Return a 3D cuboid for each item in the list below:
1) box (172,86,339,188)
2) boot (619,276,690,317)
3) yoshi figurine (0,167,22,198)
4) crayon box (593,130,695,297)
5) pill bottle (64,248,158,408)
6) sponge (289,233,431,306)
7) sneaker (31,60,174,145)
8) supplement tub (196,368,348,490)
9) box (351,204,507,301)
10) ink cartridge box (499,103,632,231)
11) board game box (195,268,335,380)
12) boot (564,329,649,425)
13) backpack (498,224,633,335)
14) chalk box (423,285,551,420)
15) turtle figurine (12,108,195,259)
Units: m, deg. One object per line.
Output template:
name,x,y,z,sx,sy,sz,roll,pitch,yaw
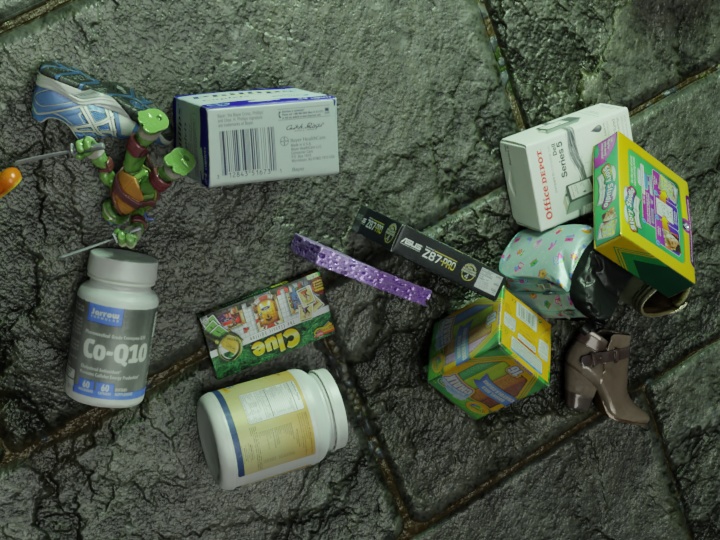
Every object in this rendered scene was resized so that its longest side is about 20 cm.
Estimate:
box,-0.146,-0.185,1.526,0.181,0.200,0.107,-8,104,-21
boot,0.507,0.010,1.882,0.198,0.154,0.073,-25,111,-16
yoshi figurine,-0.518,-0.168,1.421,0.112,0.112,0.201,-43,109,-8
crayon box,0.434,-0.086,1.730,0.171,0.058,0.202,29,50,-27
pill bottle,-0.340,0.077,1.554,0.112,0.114,0.203,6,100,-24
sponge,0.000,0.000,1.684,0.198,0.111,0.030,21,92,-26
sneaker,-0.346,-0.210,1.514,0.198,0.076,0.078,22,111,-23
supplement tub,-0.131,0.230,1.665,0.197,0.144,0.147,-14,108,-20
box,0.102,-0.027,1.695,0.198,0.161,0.050,24,92,-25
ink cartridge box,0.337,-0.166,1.805,0.198,0.084,0.147,-21,111,-18
board game box,-0.140,0.080,1.693,0.198,0.023,0.106,-22,112,-17
boot,0.437,0.179,1.943,0.198,0.070,0.148,14,94,-26
backpack,0.320,0.003,1.780,0.167,0.199,0.127,-49,120,-29
chalk box,0.186,0.140,1.770,0.124,0.125,0.199,36,131,-25
turtle figurine,-0.320,-0.111,1.470,0.198,0.145,0.194,15,138,-38
